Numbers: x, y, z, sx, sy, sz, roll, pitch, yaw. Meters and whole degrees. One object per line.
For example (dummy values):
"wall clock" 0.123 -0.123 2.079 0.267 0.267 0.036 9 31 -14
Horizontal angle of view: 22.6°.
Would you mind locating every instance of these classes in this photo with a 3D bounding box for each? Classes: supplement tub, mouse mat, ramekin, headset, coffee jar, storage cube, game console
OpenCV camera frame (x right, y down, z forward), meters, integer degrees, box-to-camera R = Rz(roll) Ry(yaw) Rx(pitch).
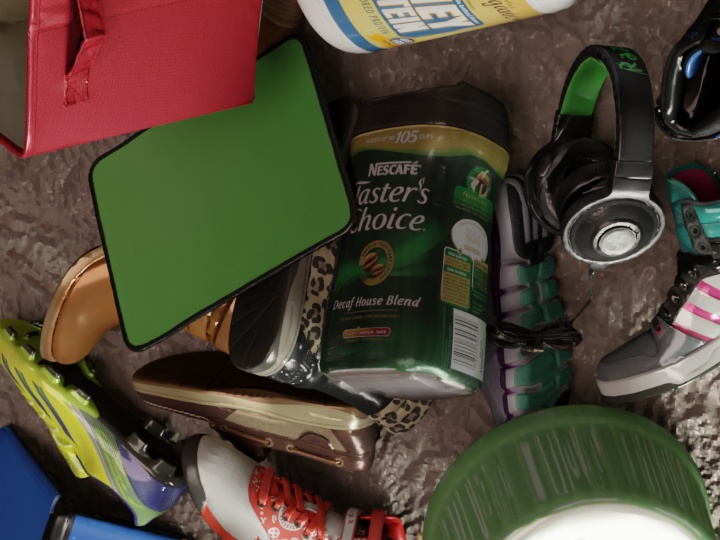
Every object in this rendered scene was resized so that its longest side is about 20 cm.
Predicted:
"supplement tub" 0.063 -0.223 1.126 0.199 0.145 0.146 -9 101 27
"mouse mat" -0.098 -0.052 1.225 0.199 0.008 0.162 -30 59 24
"ramekin" 0.145 0.198 1.191 0.199 0.098 0.201 -3 117 -5
"headset" 0.134 -0.044 1.148 0.093 0.124 0.201 2 108 -13
"coffee jar" 0.037 -0.021 1.172 0.104 0.085 0.201 -6 70 42
"storage cube" -0.175 -0.195 1.130 0.200 0.179 0.172 35 129 37
"game console" -0.242 0.253 1.480 0.170 0.119 0.201 16 115 -14

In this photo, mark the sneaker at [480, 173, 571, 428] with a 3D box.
"sneaker" 0.091 0.035 1.241 0.087 0.074 0.201 -1 94 35

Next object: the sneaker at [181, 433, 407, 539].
"sneaker" -0.036 0.180 1.312 0.107 0.067 0.202 -21 120 26

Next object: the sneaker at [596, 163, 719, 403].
"sneaker" 0.216 -0.004 1.154 0.199 0.084 0.121 -31 96 21

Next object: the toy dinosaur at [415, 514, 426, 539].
"toy dinosaur" 0.066 0.211 1.287 0.199 0.058 0.102 -19 101 -4

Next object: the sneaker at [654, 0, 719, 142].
"sneaker" 0.244 -0.160 1.080 0.073 0.112 0.201 30 115 13

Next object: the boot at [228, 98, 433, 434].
"boot" -0.001 0.001 1.254 0.073 0.153 0.205 -8 60 49

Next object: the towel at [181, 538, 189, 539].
"towel" -0.062 0.297 1.349 0.144 0.022 0.201 10 129 57

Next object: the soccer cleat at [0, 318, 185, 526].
"soccer cleat" -0.221 0.118 1.403 0.200 0.065 0.084 41 116 8

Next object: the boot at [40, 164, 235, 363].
"boot" -0.130 0.023 1.320 0.155 0.077 0.200 37 100 3

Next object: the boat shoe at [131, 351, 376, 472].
"boat shoe" -0.079 0.110 1.335 0.199 0.072 0.072 7 111 20

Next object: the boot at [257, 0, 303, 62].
"boot" -0.128 -0.218 1.266 0.200 0.077 0.155 41 123 3
